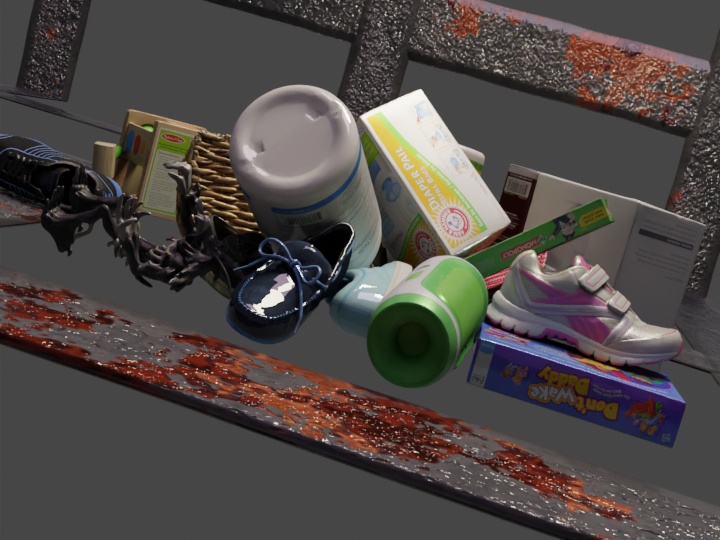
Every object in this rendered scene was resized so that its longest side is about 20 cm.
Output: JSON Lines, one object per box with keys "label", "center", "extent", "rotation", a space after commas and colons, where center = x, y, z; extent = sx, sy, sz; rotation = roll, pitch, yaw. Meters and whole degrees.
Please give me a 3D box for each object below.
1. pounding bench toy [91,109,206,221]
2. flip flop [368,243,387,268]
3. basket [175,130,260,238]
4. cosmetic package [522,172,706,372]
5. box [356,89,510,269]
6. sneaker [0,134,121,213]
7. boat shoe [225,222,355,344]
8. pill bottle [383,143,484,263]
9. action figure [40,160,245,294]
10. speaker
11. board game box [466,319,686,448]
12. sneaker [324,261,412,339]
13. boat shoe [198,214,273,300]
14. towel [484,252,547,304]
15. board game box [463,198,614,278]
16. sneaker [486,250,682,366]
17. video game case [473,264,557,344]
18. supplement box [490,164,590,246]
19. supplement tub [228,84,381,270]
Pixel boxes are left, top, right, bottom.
{"label": "pounding bench toy", "center": [-0.300, -0.153, 1.614], "extent": [0.197, 0.126, 0.155], "rotation": [11, 8, -32]}
{"label": "flip flop", "center": [0.000, 0.000, 1.355], "extent": [0.056, 0.083, 0.200], "rotation": [-1, -1, 7]}
{"label": "basket", "center": [-0.118, -0.070, 1.371], "extent": [0.196, 0.146, 0.149], "rotation": [6, -11, -16]}
{"label": "cosmetic package", "center": [0.292, 0.006, 1.429], "extent": [0.121, 0.203, 0.199], "rotation": [14, 7, -30]}
{"label": "box", "center": [0.071, -0.094, 1.384], "extent": [0.100, 0.202, 0.113], "rotation": [-27, -12, -30]}
{"label": "sneaker", "center": [-0.385, -0.118, 1.385], "extent": [0.197, 0.071, 0.078], "rotation": [18, 1, 4]}
{"label": "boat shoe", "center": [-0.063, -0.001, 1.053], "extent": [0.083, 0.069, 0.200], "rotation": [32, 27, 3]}
{"label": "pill bottle", "center": [0.085, -0.069, 1.513], "extent": [0.109, 0.204, 0.111], "rotation": [16, 3, -1]}
{"label": "action figure", "center": [-0.201, -0.044, 1.097], "extent": [0.197, 0.104, 0.119], "rotation": [17, 28, 13]}
{"label": "speaker", "center": [0.064, 0.043, 1.046], "extent": [0.087, 0.090, 0.200], "rotation": [17, 15, 11]}
{"label": "board game box", "center": [0.204, 0.105, 1.115], "extent": [0.197, 0.046, 0.134], "rotation": [17, 7, 6]}
{"label": "sneaker", "center": [0.006, 0.020, 1.198], "extent": [0.081, 0.075, 0.200], "rotation": [21, 7, 1]}
{"label": "boat shoe", "center": [-0.119, -0.009, 1.168], "extent": [0.071, 0.067, 0.200], "rotation": [14, 8, -36]}
{"label": "towel", "center": [0.148, 0.015, 1.355], "extent": [0.143, 0.023, 0.200], "rotation": [-22, 9, 16]}
{"label": "board game box", "center": [0.178, -0.025, 1.253], "extent": [0.197, 0.030, 0.134], "rotation": [-24, -2, 15]}
{"label": "sneaker", "center": [0.228, 0.036, 1.150], "extent": [0.197, 0.090, 0.081], "rotation": [17, 7, 6]}
{"label": "video game case", "center": [0.182, 0.042, 1.321], "extent": [0.141, 0.019, 0.200], "rotation": [-25, 15, -8]}
{"label": "supplement box", "center": [0.226, -0.029, 1.538], "extent": [0.107, 0.204, 0.061], "rotation": [10, 9, -36]}
{"label": "supplement tub", "center": [-0.052, -0.082, 1.180], "extent": [0.130, 0.134, 0.201], "rotation": [18, -22, 16]}
